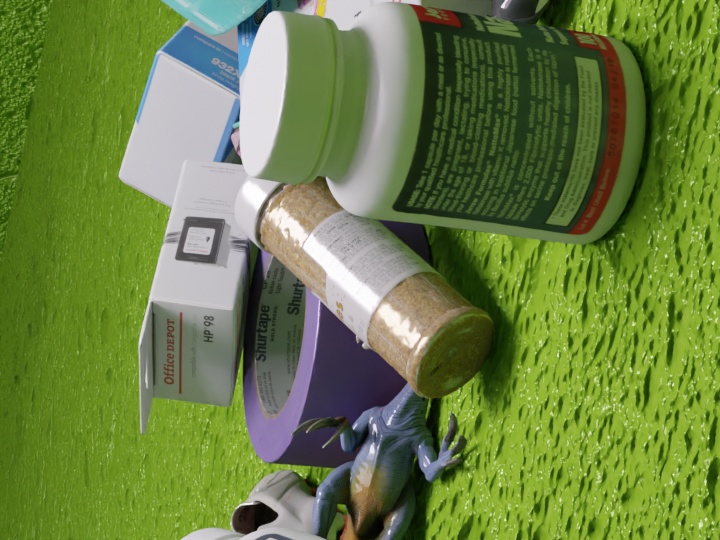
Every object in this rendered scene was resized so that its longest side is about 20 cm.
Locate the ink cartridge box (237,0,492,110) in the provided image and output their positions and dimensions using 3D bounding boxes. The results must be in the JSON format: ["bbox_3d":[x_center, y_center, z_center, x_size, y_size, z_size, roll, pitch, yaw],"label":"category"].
[{"bbox_3d":[0.006,-0.166,1.242,0.200,0.085,0.145,-33,51,42],"label":"ink cartridge box"}]

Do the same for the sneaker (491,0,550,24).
[{"bbox_3d":[0.078,-0.236,1.135,0.074,0.085,0.200,131,142,-62],"label":"sneaker"}]

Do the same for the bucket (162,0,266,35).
[{"bbox_3d":[-0.099,-0.272,1.268,0.207,0.135,0.207,-43,22,22],"label":"bucket"}]

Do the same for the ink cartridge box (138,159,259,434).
[{"bbox_3d":[-0.122,0.024,1.430,0.116,0.067,0.200,96,-178,-46],"label":"ink cartridge box"}]

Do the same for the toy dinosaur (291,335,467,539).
[{"bbox_3d":[0.005,0.121,1.247,0.200,0.105,0.182,118,176,-76],"label":"toy dinosaur"}]

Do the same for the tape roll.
[{"bbox_3d":[-0.021,0.045,1.345,0.200,0.085,0.200,-173,90,-73],"label":"tape roll"}]

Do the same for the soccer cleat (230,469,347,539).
[{"bbox_3d":[-0.070,0.194,1.452,0.200,0.077,0.069,-177,93,-73],"label":"soccer cleat"}]

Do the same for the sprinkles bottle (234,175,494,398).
[{"bbox_3d":[0.000,0.000,1.192,0.200,0.068,0.068,42,128,36],"label":"sprinkles bottle"}]

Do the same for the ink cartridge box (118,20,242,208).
[{"bbox_3d":[-0.108,-0.160,1.552,0.200,0.084,0.145,-56,-8,-47],"label":"ink cartridge box"}]

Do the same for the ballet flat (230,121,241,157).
[{"bbox_3d":[-0.017,-0.122,1.393,0.200,0.069,0.071,-31,89,37],"label":"ballet flat"}]

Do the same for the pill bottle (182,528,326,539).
[{"bbox_3d":[-0.032,0.222,1.116,0.200,0.120,0.120,9,93,46],"label":"pill bottle"}]

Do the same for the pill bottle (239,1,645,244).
[{"bbox_3d":[0.042,-0.083,1.003,0.120,0.200,0.120,-173,90,-72],"label":"pill bottle"}]
